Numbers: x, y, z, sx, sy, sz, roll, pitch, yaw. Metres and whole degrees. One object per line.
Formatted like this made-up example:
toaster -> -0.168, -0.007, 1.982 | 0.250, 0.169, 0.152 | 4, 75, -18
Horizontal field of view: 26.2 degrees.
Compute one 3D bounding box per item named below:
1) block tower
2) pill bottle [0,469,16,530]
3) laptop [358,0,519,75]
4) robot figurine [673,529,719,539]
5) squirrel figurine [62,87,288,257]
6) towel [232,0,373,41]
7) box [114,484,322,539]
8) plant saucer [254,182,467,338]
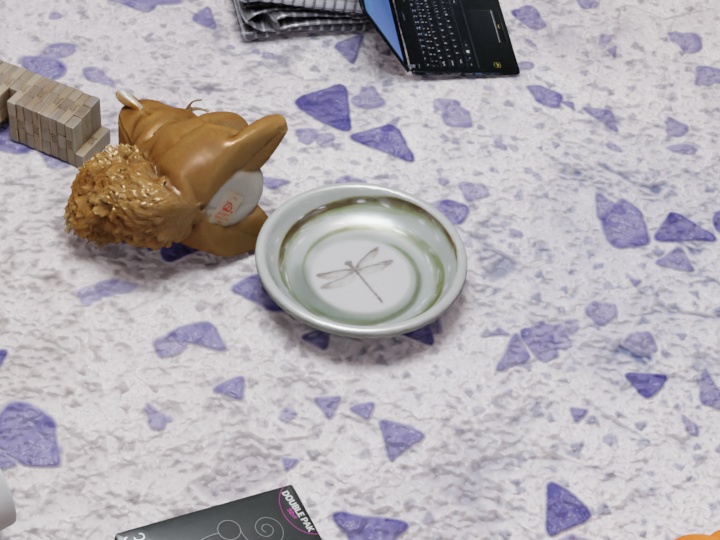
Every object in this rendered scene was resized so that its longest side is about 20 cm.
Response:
block tower -> -0.356, -0.173, 1.592 | 0.200, 0.058, 0.054 | 23, 49, 14
pill bottle -> -0.373, 0.202, 1.184 | 0.200, 0.111, 0.111 | -25, 53, -27
laptop -> 0.076, -0.313, 1.716 | 0.200, 0.103, 0.177 | -1, 54, -13
robot figurine -> 0.240, 0.279, 1.169 | 0.200, 0.117, 0.144 | -33, 68, -33
squirrel figurine -> -0.195, -0.101, 1.486 | 0.200, 0.142, 0.187 | -26, 47, -30
towel -> -0.074, -0.349, 1.773 | 0.166, 0.086, 0.200 | -1, 50, -17
box -> -0.082, 0.282, 1.101 | 0.148, 0.124, 0.200 | -12, 53, -29
plant saucer -> 0.000, 0.000, 1.461 | 0.200, 0.050, 0.200 | 2, 45, -2
